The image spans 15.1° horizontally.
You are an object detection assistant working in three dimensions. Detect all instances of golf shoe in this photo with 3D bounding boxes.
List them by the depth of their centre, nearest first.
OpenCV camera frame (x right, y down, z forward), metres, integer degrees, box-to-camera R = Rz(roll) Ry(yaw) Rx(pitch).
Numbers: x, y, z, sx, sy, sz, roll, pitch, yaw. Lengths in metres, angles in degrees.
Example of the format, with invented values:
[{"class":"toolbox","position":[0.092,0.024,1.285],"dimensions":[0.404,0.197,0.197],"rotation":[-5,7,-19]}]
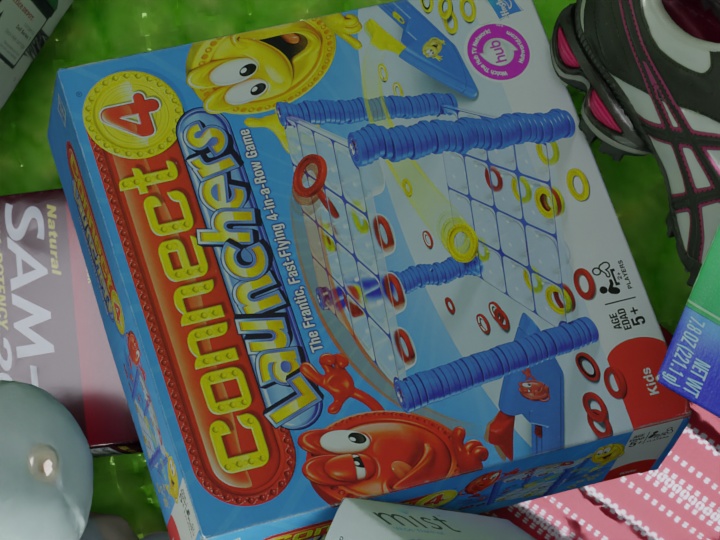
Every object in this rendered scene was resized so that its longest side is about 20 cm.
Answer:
[{"class":"golf shoe","position":[0.148,-0.044,1.010],"dimensions":[0.077,0.088,0.200],"rotation":[-29,70,-31]}]

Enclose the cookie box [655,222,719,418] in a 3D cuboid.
[{"class":"cookie box","position":[0.223,0.007,0.902],"dimensions":[0.200,0.075,0.172],"rotation":[30,110,26]}]

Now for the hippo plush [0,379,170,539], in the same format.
[{"class":"hippo plush","position":[-0.156,0.119,1.032],"dimensions":[0.200,0.159,0.161],"rotation":[-31,118,-7]}]

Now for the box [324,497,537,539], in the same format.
[{"class":"box","position":[0.038,0.208,0.949],"dimensions":[0.176,0.097,0.200],"rotation":[30,103,46]}]

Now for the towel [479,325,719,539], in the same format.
[{"class":"towel","position":[0.086,0.119,1.096],"dimensions":[0.144,0.022,0.200],"rotation":[36,92,7]}]

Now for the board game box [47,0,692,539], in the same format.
[{"class":"board game box","position":[0.000,0.000,1.045],"dimensions":[0.195,0.056,0.200],"rotation":[-13,68,-17]}]

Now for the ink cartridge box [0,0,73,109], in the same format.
[{"class":"ink cartridge box","position":[-0.203,-0.122,1.092],"dimensions":[0.146,0.084,0.200],"rotation":[26,76,18]}]

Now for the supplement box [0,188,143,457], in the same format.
[{"class":"supplement box","position":[-0.169,0.029,1.115],"dimensions":[0.199,0.061,0.109],"rotation":[-7,83,5]}]
